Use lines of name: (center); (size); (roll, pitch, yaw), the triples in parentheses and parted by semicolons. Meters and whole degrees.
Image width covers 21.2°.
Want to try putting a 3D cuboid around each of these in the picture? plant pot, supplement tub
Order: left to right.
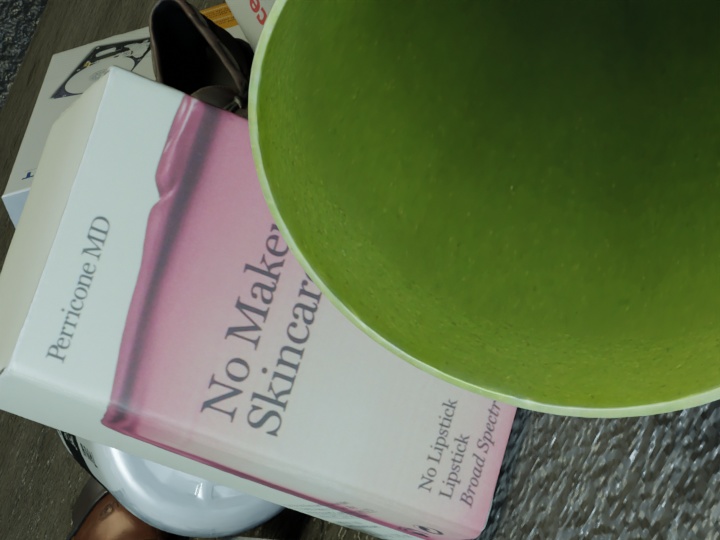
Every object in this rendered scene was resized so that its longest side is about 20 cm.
supplement tub: (-0.098, 0.067, 1.022); (0.123, 0.122, 0.200); (-70, 17, -4)
plant pot: (0.082, -0.087, 0.624); (0.187, 0.187, 0.200); (-54, 8, 38)

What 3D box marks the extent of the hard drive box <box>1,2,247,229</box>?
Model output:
hard drive box: (-0.113, -0.078, 1.144); (0.200, 0.155, 0.077); (-92, -16, -60)

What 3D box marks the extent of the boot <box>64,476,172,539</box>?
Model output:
boot: (-0.149, 0.235, 1.124); (0.189, 0.068, 0.200); (-56, 28, 15)

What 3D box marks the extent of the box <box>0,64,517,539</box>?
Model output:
box: (-0.040, 0.020, 0.775); (0.109, 0.199, 0.128); (-19, 52, 68)

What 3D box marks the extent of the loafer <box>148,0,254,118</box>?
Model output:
loafer: (-0.079, -0.074, 0.973); (0.072, 0.063, 0.200); (-35, 33, 11)

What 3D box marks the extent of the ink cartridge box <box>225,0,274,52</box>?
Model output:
ink cartridge box: (0.008, -0.193, 0.975); (0.200, 0.087, 0.146); (-54, 55, 44)

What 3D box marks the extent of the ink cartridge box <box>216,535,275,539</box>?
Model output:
ink cartridge box: (-0.092, 0.184, 0.845); (0.176, 0.045, 0.200); (-33, 6, -21)
